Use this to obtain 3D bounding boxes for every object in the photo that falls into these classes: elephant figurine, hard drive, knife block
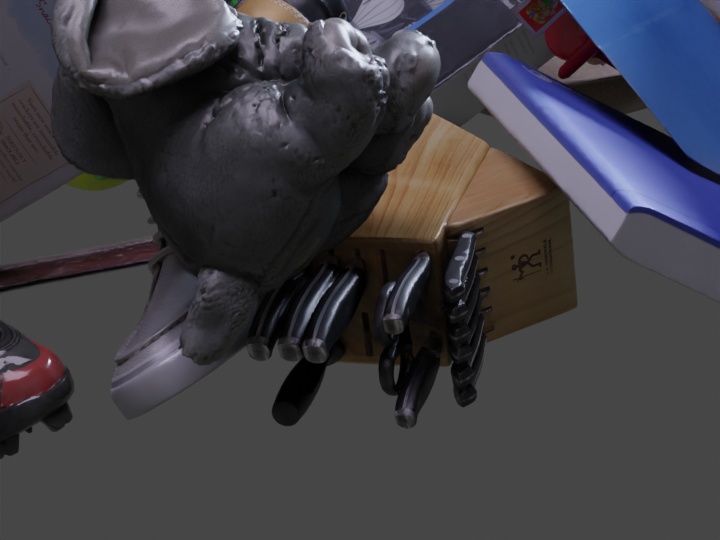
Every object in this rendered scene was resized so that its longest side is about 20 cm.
[{"bbox_3d":[-0.078,-0.092,1.169,0.200,0.142,0.155,37,32,11],"label":"elephant figurine"},{"bbox_3d":[0.135,-0.032,1.240,0.132,0.025,0.200,24,14,-24],"label":"hard drive"},{"bbox_3d":[0.000,0.000,1.241,0.175,0.064,0.200,-18,28,-24],"label":"knife block"}]

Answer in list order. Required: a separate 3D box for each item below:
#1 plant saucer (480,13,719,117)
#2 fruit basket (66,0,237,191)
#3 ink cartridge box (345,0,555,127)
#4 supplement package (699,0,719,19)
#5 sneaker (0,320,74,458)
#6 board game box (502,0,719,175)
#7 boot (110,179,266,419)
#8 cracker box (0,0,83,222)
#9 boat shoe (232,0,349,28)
[{"bbox_3d":[0.120,-0.124,1.501,0.200,0.037,0.201,-8,24,4],"label":"plant saucer"},{"bbox_3d":[-0.159,-0.123,1.472,0.215,0.156,0.216,-11,8,1],"label":"fruit basket"},{"bbox_3d":[0.053,-0.132,1.430,0.200,0.039,0.099,-36,46,-8],"label":"ink cartridge box"},{"bbox_3d":[0.292,-0.168,1.402,0.199,0.122,0.120,4,21,-18],"label":"supplement package"},{"bbox_3d":[-0.212,0.024,1.208,0.200,0.098,0.071,12,29,33],"label":"sneaker"},{"bbox_3d":[0.128,-0.111,1.349,0.039,0.200,0.158,-41,-4,27],"label":"board game box"},{"bbox_3d":[-0.079,-0.012,1.230,0.073,0.096,0.200,-29,10,26],"label":"boot"},{"bbox_3d":[-0.190,-0.090,1.307,0.200,0.134,0.058,-27,11,30],"label":"cracker box"},{"bbox_3d":[-0.042,-0.092,1.350,0.075,0.200,0.062,37,72,4],"label":"boat shoe"}]
